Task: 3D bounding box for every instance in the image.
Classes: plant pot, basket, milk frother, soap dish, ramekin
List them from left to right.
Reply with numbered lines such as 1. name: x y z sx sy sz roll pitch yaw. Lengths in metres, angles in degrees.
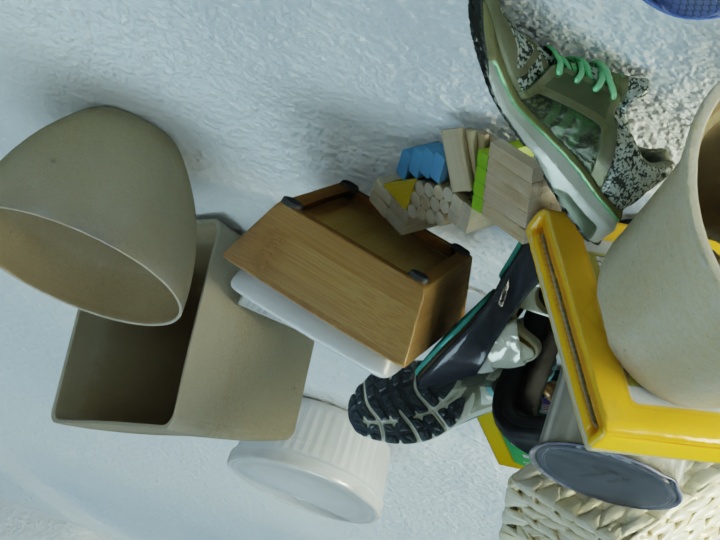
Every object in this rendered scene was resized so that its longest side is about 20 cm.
1. plant pot: -0.221 -0.059 1.317 0.199 0.135 0.200 17 158 7
2. plant pot: -0.158 0.078 1.527 0.199 0.201 0.177 -3 159 45
3. ramekin: -0.056 0.228 1.895 0.201 0.095 0.203 17 158 7
4. soap dish: 0.000 0.000 1.199 0.157 0.081 0.200 31 -164 10
5. basket: 0.217 0.205 1.249 0.135 0.199 0.124 27 129 40
6. milk frother: 0.225 0.094 1.197 0.199 0.189 0.180 30 157 -22
7. plant pot: 0.238 -0.003 0.927 0.200 0.201 0.183 25 155 -10

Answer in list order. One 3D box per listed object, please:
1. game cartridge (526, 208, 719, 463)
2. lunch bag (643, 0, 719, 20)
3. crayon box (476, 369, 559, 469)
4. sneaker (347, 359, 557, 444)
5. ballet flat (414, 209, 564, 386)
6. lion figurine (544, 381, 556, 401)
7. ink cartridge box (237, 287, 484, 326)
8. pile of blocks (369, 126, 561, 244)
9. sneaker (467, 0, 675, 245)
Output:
1. game cartridge: 0.218 0.046 1.045 0.199 0.177 0.032 7 142 -26
2. lunch bag: 0.140 -0.213 0.639 0.200 0.133 0.136 34 139 -28
3. crayon box: 0.223 0.160 1.531 0.199 0.059 0.173 11 157 21
4. sneaker: 0.087 0.117 1.440 0.199 0.078 0.086 -16 164 2
5. ballet flat: 0.119 0.026 1.154 0.073 0.200 0.073 32 -161 -12
6. lion figurine: 0.206 0.161 1.374 0.072 0.201 0.122 -4 -168 -21
7. ink cartridge box: 0.000 0.027 1.408 0.199 0.067 0.116 24 158 -7
8. pile of blocks: 0.085 -0.069 1.140 0.062 0.083 0.200 -16 -168 -33
9. sneaker: 0.136 -0.113 0.986 0.088 0.077 0.200 -31 124 11
